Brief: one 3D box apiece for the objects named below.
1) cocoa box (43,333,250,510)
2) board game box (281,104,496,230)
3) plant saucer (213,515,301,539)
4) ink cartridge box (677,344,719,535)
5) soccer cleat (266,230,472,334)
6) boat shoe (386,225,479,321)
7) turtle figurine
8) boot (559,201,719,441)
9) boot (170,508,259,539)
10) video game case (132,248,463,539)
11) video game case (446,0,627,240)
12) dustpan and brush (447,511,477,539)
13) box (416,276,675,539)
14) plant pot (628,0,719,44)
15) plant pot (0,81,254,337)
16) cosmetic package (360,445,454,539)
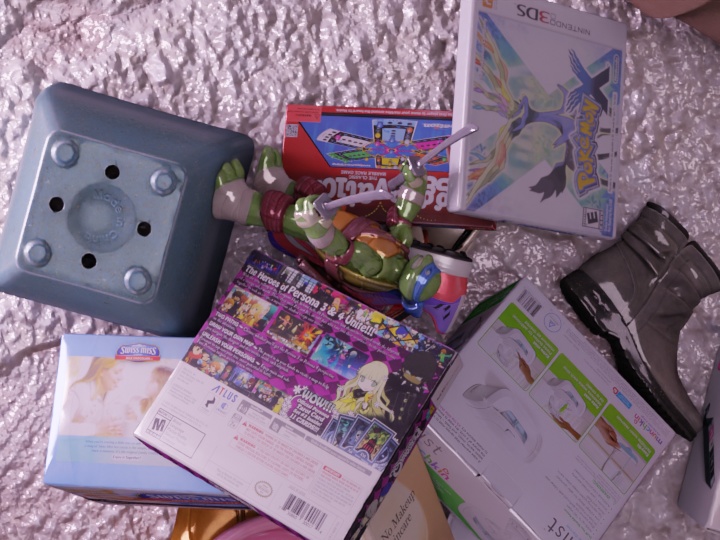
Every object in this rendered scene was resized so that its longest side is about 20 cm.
[{"bbox_3d":[-0.149,0.131,1.275,0.199,0.131,0.134,1,76,13],"label":"cocoa box"},{"bbox_3d":[0.026,-0.092,1.329,0.199,0.019,0.104,4,84,15],"label":"board game box"},{"bbox_3d":[-0.076,0.312,1.303,0.199,0.051,0.202,2,86,-25],"label":"plant saucer"},{"bbox_3d":[0.346,0.137,1.317,0.043,0.174,0.201,14,92,-4],"label":"ink cartridge box"},{"bbox_3d":[0.000,0.000,1.311,0.199,0.068,0.074,13,94,24],"label":"soccer cleat"},{"bbox_3d":[0.066,-0.029,1.350,0.071,0.063,0.200,41,92,-6],"label":"boat shoe"},{"bbox_3d":[-0.012,-0.067,1.213,0.193,0.201,0.144,21,56,23],"label":"turtle figurine"},{"bbox_3d":[0.287,0.046,1.367,0.130,0.068,0.200,-36,96,-6],"label":"boot"},{"bbox_3d":[-0.150,0.221,1.355,0.200,0.071,0.145,-18,89,-8],"label":"boot"},{"bbox_3d":[-0.049,0.101,1.164,0.199,0.036,0.182,25,75,23],"label":"video game case"},{"bbox_3d":[0.158,-0.137,1.311,0.181,0.022,0.201,8,83,-33],"label":"video game case"},{"bbox_3d":[0.132,0.204,1.364,0.139,0.057,0.201,-3,68,-11],"label":"dustpan and brush"},{"bbox_3d":[0.145,0.142,1.311,0.200,0.097,0.177,45,62,-5],"label":"box"},{"bbox_3d":[0.344,-0.266,1.303,0.174,0.200,0.201,39,91,-23],"label":"plant pot"},{"bbox_3d":[-0.207,-0.048,1.266,0.195,0.200,0.197,15,92,-4],"label":"plant pot"},{"bbox_3d":[0.011,0.203,1.251,0.071,0.105,0.201,-1,125,32],"label":"cosmetic package"}]
